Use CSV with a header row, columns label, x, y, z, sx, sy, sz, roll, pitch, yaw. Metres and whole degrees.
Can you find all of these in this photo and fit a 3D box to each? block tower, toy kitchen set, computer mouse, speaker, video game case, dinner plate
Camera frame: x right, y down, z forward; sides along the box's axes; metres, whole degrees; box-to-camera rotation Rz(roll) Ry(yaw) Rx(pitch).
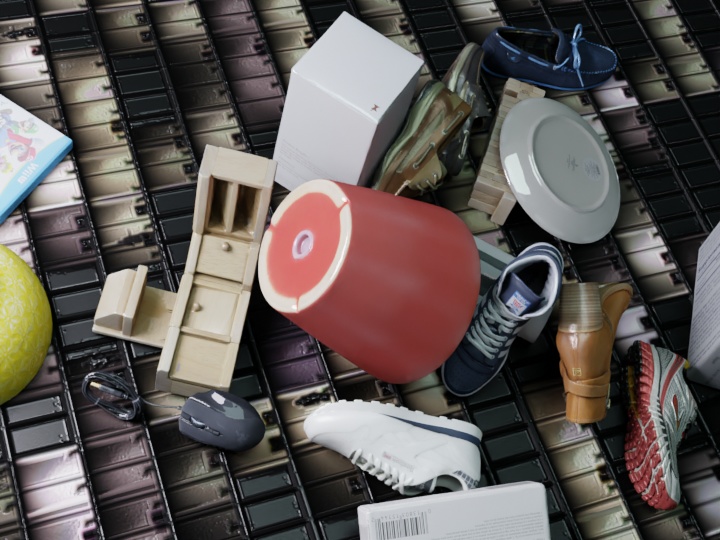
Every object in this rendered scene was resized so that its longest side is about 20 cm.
label,x,y,z,sx,sy,sz,roll,pitch,yaw
block tower,0.187,-0.159,1.507,0.057,0.054,0.202,19,56,-1
toy kitchen set,-0.193,-0.002,1.243,0.160,0.181,0.203,12,54,-5
computer mouse,-0.195,0.148,1.225,0.196,0.059,0.034,13,24,-4
speaker,0.135,0.006,1.380,0.198,0.082,0.082,28,57,4
video game case,-0.458,-0.153,1.367,0.198,0.018,0.144,32,57,6
dinner plate,0.260,-0.132,1.487,0.197,0.024,0.204,15,63,-30

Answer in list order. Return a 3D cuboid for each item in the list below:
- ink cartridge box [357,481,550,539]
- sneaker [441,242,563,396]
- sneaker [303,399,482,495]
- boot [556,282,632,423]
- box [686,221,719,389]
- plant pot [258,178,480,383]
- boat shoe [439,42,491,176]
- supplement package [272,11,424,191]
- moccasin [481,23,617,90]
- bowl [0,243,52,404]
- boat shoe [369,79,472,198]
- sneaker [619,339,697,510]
label,x,y,z,sx,sy,sz,roll,pitch,yaw
ink cartridge box,0.103,0.319,1.204,0.196,0.045,0.180,-5,85,-16
sneaker,0.153,0.056,1.286,0.070,0.108,0.201,36,96,3
sneaker,0.035,0.193,1.250,0.196,0.077,0.082,10,67,-6
boot,0.272,0.093,1.354,0.075,0.200,0.158,-2,89,19
box,0.475,0.019,1.392,0.103,0.185,0.202,17,57,-1
plant pot,0.000,0.000,1.245,0.176,0.199,0.203,23,49,-40
boat shoe,0.127,-0.202,1.516,0.072,0.075,0.202,27,65,-8
supplement package,-0.019,-0.175,1.378,0.116,0.201,0.118,33,57,7
moccasin,0.262,-0.291,1.596,0.196,0.069,0.082,-2,60,-15
bowl,-0.418,0.036,1.210,0.196,0.108,0.203,7,58,-10
boat shoe,0.069,-0.129,1.409,0.073,0.076,0.202,28,88,6
sneaker,0.348,0.173,1.332,0.081,0.078,0.203,11,58,-8
